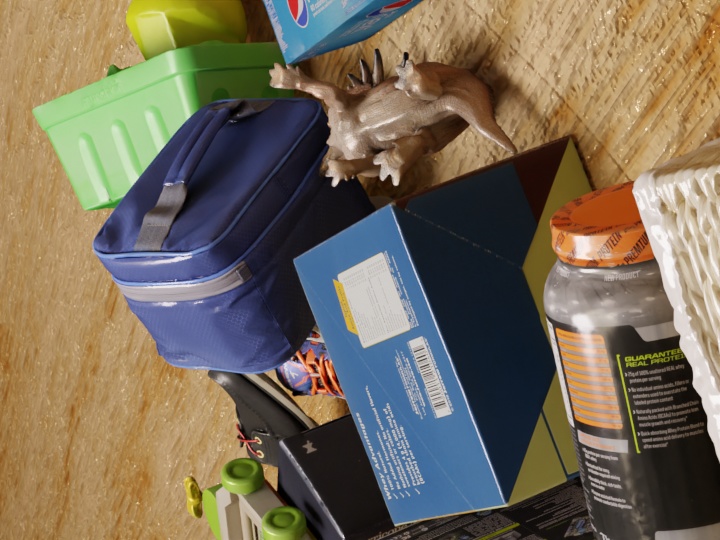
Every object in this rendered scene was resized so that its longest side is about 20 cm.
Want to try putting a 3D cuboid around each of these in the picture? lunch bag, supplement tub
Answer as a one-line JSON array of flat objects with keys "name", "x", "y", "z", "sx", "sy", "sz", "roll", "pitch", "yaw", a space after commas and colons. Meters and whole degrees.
[{"name": "lunch bag", "x": -0.086, "y": -0.040, "z": 1.638, "sx": 0.135, "sy": 0.200, "sz": 0.133, "roll": 1, "pitch": 134, "yaw": 37}, {"name": "supplement tub", "x": 0.172, "y": 0.056, "z": 1.278, "sx": 0.122, "sy": 0.122, "sz": 0.201, "roll": 23, "pitch": 129, "yaw": 62}]

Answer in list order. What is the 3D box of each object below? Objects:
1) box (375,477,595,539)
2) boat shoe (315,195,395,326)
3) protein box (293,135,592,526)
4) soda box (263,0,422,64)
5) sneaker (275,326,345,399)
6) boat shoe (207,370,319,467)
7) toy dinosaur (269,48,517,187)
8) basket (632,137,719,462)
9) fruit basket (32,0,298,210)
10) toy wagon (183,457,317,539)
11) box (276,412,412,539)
[{"name": "box", "x": 0.090, "y": 0.200, "z": 1.500, "sx": 0.160, "sy": 0.199, "sz": 0.044, "roll": 24, "pitch": 131, "yaw": 61}, {"name": "boat shoe", "x": 0.000, "y": 0.000, "z": 1.748, "sx": 0.093, "sy": 0.075, "sz": 0.200, "roll": 49, "pitch": 158, "yaw": -26}, {"name": "protein box", "x": 0.077, "y": 0.045, "z": 1.483, "sx": 0.199, "sy": 0.134, "sz": 0.200, "roll": 69, "pitch": 159, "yaw": 2}, {"name": "soda box", "x": -0.003, "y": -0.199, "z": 1.555, "sx": 0.064, "sy": 0.068, "sz": 0.200, "roll": 70, "pitch": 159, "yaw": 1}, {"name": "sneaker", "x": -0.026, "y": 0.078, "z": 1.846, "sx": 0.200, "sy": 0.078, "sz": 0.076, "roll": 21, "pitch": 129, "yaw": 63}, {"name": "boat shoe", "x": -0.068, "y": 0.134, "z": 1.896, "sx": 0.074, "sy": 0.063, "sz": 0.201, "roll": 43, "pitch": 176, "yaw": 46}, {"name": "toy dinosaur", "x": 0.033, "y": -0.106, "z": 1.521, "sx": 0.199, "sy": 0.135, "sz": 0.086, "roll": -3, "pitch": 98, "yaw": 37}, {"name": "basket", "x": 0.253, "y": 0.016, "z": 0.940, "sx": 0.161, "sy": 0.197, "sz": 0.201, "roll": -11, "pitch": 98, "yaw": 67}, {"name": "fruit basket", "x": -0.149, "y": -0.163, "z": 1.807, "sx": 0.215, "sy": 0.155, "sz": 0.217, "roll": 7, "pitch": 100, "yaw": 44}, {"name": "toy wagon", "x": -0.075, "y": 0.215, "z": 1.733, "sx": 0.200, "sy": 0.039, "sz": 0.156, "roll": 45, "pitch": 147, "yaw": 48}, {"name": "box", "x": 0.020, "y": 0.200, "z": 1.745, "sx": 0.104, "sy": 0.147, "sz": 0.201, "roll": 54, "pitch": 154, "yaw": 35}]
